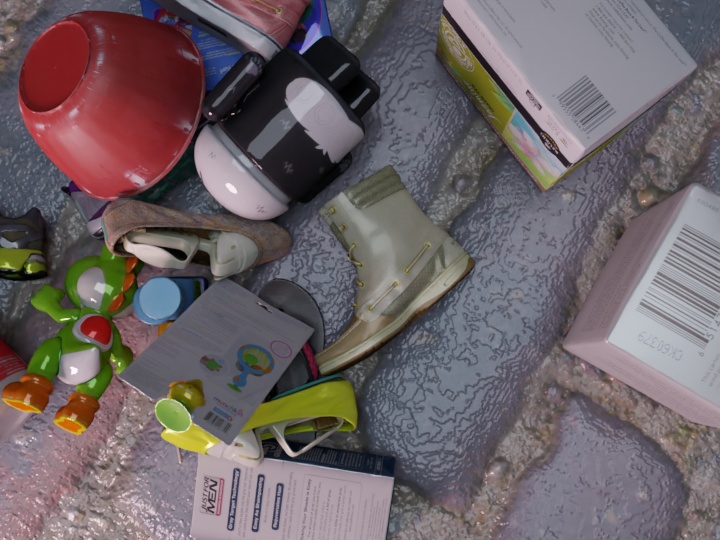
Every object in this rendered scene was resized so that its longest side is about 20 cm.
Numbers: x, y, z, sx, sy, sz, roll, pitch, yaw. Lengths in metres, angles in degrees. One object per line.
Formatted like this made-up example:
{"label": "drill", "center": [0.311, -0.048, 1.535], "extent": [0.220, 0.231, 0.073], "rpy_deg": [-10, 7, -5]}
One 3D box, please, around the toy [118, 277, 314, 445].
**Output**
{"label": "toy", "center": [-0.135, 0.089, 0.824], "extent": [0.115, 0.200, 0.047], "rpy_deg": [30, 119, 4]}

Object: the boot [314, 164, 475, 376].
{"label": "boot", "center": [0.000, 0.000, 0.903], "extent": [0.200, 0.072, 0.155], "rpy_deg": [-39, 85, -6]}

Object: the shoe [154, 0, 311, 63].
{"label": "shoe", "center": [-0.151, -0.301, 0.894], "extent": [0.200, 0.071, 0.091], "rpy_deg": [31, 86, 0]}

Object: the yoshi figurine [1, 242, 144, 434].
{"label": "yoshi figurine", "center": [-0.288, 0.061, 0.891], "extent": [0.112, 0.113, 0.201], "rpy_deg": [13, 65, 13]}

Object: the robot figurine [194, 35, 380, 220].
{"label": "robot figurine", "center": [-0.077, -0.144, 0.877], "extent": [0.200, 0.125, 0.150], "rpy_deg": [-44, 98, 4]}

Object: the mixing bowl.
{"label": "mixing bowl", "center": [-0.267, -0.182, 0.861], "extent": [0.199, 0.108, 0.201], "rpy_deg": [-9, 71, 28]}

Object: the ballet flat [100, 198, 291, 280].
{"label": "ballet flat", "center": [-0.167, -0.023, 0.889], "extent": [0.199, 0.067, 0.068], "rpy_deg": [7, 130, -16]}

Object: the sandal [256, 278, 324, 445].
{"label": "sandal", "center": [-0.075, 0.107, 0.910], "extent": [0.075, 0.045, 0.201], "rpy_deg": [-3, 85, 4]}

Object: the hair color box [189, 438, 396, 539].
{"label": "hair color box", "center": [-0.067, 0.233, 0.883], "extent": [0.199, 0.061, 0.100], "rpy_deg": [8, 99, 3]}

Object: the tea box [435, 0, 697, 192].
{"label": "tea box", "center": [0.188, -0.208, 0.848], "extent": [0.133, 0.197, 0.200], "rpy_deg": [-37, 84, -1]}

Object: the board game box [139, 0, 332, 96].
{"label": "board game box", "center": [-0.133, -0.264, 0.945], "extent": [0.199, 0.045, 0.135], "rpy_deg": [-11, 85, 2]}

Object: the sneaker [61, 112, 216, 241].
{"label": "sneaker", "center": [-0.233, -0.125, 0.926], "extent": [0.200, 0.074, 0.088], "rpy_deg": [-41, 80, 0]}

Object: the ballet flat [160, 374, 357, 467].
{"label": "ballet flat", "center": [-0.091, 0.155, 0.844], "extent": [0.199, 0.067, 0.067], "rpy_deg": [-11, 67, -24]}

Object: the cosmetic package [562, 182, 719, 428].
{"label": "cosmetic package", "center": [0.318, 0.042, 0.819], "extent": [0.165, 0.200, 0.165], "rpy_deg": [30, 87, 5]}

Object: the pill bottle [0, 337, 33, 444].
{"label": "pill bottle", "center": [-0.437, 0.092, 0.896], "extent": [0.200, 0.112, 0.112], "rpy_deg": [44, 88, 6]}

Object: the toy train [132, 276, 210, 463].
{"label": "toy train", "center": [-0.193, 0.103, 0.881], "extent": [0.084, 0.116, 0.201], "rpy_deg": [-1, 85, 3]}

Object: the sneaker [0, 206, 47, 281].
{"label": "sneaker", "center": [-0.435, -0.038, 0.936], "extent": [0.199, 0.074, 0.081], "rpy_deg": [7, 76, -3]}
